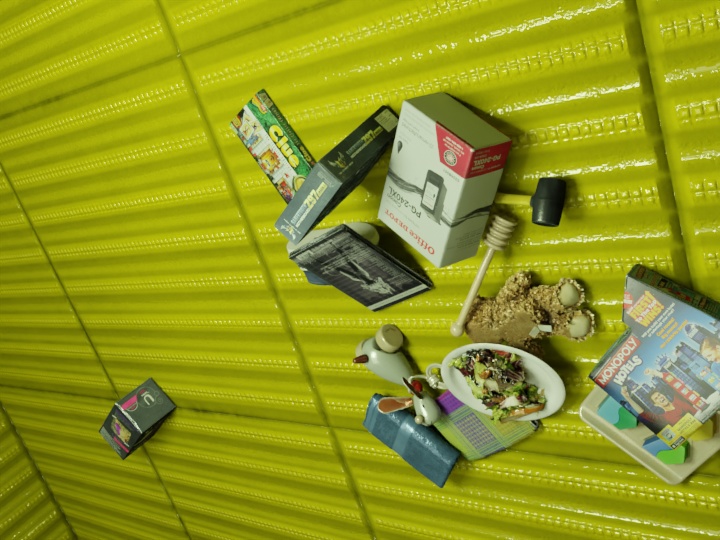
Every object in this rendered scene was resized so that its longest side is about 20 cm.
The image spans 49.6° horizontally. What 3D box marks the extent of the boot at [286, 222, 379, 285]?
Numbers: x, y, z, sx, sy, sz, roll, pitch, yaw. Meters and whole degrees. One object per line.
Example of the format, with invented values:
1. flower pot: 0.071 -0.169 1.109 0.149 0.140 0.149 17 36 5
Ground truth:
1. boot: -0.033 -0.024 1.349 0.199 0.073 0.091 -1 130 43

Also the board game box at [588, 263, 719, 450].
1. board game box: 0.409 0.099 1.041 0.200 0.062 0.201 42 122 15

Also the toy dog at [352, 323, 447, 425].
1. toy dog: 0.057 0.191 1.374 0.199 0.096 0.133 38 132 24

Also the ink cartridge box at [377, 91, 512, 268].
1. ink cartridge box: 0.114 -0.126 1.109 0.145 0.083 0.201 42 136 33

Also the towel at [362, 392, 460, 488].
1. towel: 0.096 0.314 1.467 0.199 0.048 0.112 36 144 17

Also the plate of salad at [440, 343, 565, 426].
1. plate of salad: 0.220 0.186 1.227 0.198 0.048 0.201 15 141 12

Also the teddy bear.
1. teddy bear: 0.254 0.067 1.177 0.145 0.067 0.199 46 132 -12

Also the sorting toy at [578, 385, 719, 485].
1. sorting toy: 0.435 0.210 1.135 0.184 0.036 0.201 36 134 15

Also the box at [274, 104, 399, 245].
1. box: -0.030 -0.143 1.160 0.051 0.200 0.158 42 137 1

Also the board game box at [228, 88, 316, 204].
1. board game box: -0.139 -0.200 1.340 0.105 0.023 0.201 -33 95 44

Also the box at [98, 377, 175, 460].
1. box: -0.582 0.385 2.020 0.106 0.122 0.200 47 136 4

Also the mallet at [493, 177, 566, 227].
1. mallet: 0.203 -0.113 1.111 0.199 0.041 0.067 21 96 43

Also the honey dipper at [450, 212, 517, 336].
1. honey dipper: 0.177 0.011 1.160 0.038 0.038 0.202 28 110 21

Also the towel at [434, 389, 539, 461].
1. towel: 0.208 0.255 1.361 0.144 0.023 0.200 47 137 3

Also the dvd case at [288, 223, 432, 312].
1. dvd case: 0.000 0.000 1.295 0.199 0.016 0.148 33 143 -28
